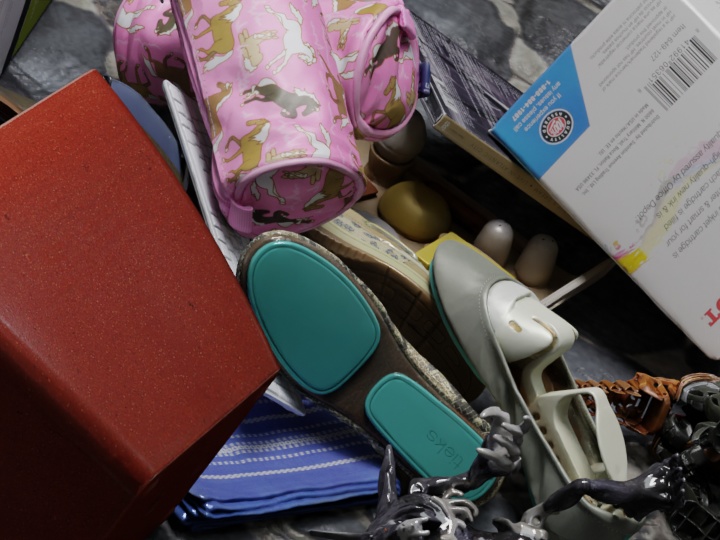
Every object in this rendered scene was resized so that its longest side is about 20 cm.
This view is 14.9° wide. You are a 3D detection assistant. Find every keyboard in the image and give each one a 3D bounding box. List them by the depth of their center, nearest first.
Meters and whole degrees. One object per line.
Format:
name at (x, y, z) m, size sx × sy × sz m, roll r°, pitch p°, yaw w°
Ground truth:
keyboard at (-0.071, -0.013, 1.536) m, size 0.056 × 0.011 × 0.201 m, roll 46°, pitch 22°, yaw -63°

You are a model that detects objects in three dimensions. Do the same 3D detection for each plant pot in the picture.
plant pot at (-0.162, 0.057, 1.359) m, size 0.176 × 0.200 × 0.200 m, roll 43°, pitch 37°, yaw 6°

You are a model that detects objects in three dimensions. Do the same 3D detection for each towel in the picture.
towel at (-0.078, 0.063, 1.530) m, size 0.144 × 0.024 × 0.200 m, roll -4°, pitch 43°, yaw -36°

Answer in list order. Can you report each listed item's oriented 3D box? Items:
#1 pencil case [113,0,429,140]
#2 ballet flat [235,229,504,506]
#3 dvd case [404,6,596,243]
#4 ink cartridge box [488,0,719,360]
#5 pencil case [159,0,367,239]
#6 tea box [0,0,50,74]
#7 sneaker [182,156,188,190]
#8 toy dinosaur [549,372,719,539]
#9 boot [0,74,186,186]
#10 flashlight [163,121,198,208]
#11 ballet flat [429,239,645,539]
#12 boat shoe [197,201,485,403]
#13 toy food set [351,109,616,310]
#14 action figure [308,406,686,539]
pencil case at (-0.058, -0.132, 1.675) m, size 0.199 × 0.083 × 0.086 m, roll 11°, pitch 26°, yaw 33°
ballet flat at (0.001, 0.053, 1.521) m, size 0.200 × 0.068 × 0.075 m, roll 45°, pitch 3°, yaw -14°
dvd case at (0.101, -0.084, 1.755) m, size 0.200 × 0.016 × 0.149 m, roll 33°, pitch 21°, yaw -32°
ink cartridge box at (0.213, -0.070, 1.701) m, size 0.200 × 0.147 × 0.145 m, roll 47°, pitch 18°, yaw 8°
pencil case at (-0.059, -0.116, 1.563) m, size 0.083 × 0.086 × 0.201 m, roll 31°, pitch 36°, yaw -56°
tea box at (-0.282, -0.230, 1.703) m, size 0.199 × 0.134 × 0.197 m, roll 23°, pitch 34°, yaw -1°
sneaker at (-0.177, -0.031, 1.541) m, size 0.199 × 0.072 × 0.072 m, roll -15°, pitch 15°, yaw -33°
toy dinosaur at (0.205, 0.105, 1.605) m, size 0.199 × 0.103 × 0.136 m, roll -2°, pitch 23°, yaw -5°
boot at (-0.170, -0.070, 1.487) m, size 0.200 × 0.075 × 0.097 m, roll 40°, pitch 32°, yaw -27°
flashlight at (-0.176, -0.066, 1.612) m, size 0.199 × 0.068 × 0.068 m, roll 12°, pitch -1°, yaw -23°
ballet flat at (0.105, 0.063, 1.538) m, size 0.067 × 0.064 × 0.201 m, roll -8°, pitch 70°, yaw -49°
boat shoe at (0.000, 0.000, 1.606) m, size 0.200 × 0.073 × 0.063 m, roll 39°, pitch 34°, yaw 6°
toy food set at (0.044, -0.035, 1.697) m, size 0.200 × 0.061 × 0.143 m, roll 37°, pitch 36°, yaw 19°
action figure at (0.076, 0.133, 1.430) m, size 0.199 × 0.102 × 0.120 m, roll -4°, pitch 62°, yaw -10°
